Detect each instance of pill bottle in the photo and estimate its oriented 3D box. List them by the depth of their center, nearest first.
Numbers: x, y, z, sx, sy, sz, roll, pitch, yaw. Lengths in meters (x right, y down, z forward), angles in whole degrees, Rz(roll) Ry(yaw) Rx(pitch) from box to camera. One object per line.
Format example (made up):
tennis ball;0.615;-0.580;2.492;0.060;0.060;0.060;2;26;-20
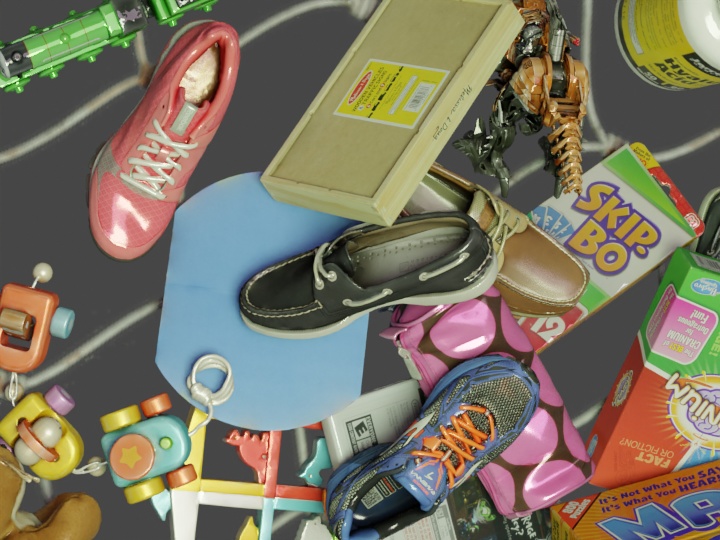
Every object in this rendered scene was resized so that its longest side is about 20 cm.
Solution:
pill bottle;0.283;-0.204;1.591;0.110;0.200;0.112;0;89;-15

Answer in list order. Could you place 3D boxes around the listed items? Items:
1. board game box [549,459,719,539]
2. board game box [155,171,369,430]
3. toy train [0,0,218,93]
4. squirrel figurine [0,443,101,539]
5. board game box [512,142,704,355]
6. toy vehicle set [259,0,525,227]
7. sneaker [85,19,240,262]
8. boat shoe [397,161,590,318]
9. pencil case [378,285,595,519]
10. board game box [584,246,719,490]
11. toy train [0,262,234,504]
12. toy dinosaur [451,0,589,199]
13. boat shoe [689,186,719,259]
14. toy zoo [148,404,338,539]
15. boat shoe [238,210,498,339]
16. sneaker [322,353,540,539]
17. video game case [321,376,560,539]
board game box;0.278;0.284;1.555;0.198;0.200;0.202;-13;114;-16
board game box;-0.072;0.026;1.566;0.156;0.039;0.202;6;75;-2
toy train;-0.190;-0.185;1.533;0.199;0.056;0.042;-25;96;-15
squirrel figurine;-0.268;0.226;1.458;0.200;0.141;0.187;-44;108;-4
board game box;0.177;-0.017;1.638;0.199;0.030;0.096;-35;81;-16
toy vehicle set;0.024;-0.128;1.544;0.201;0.124;0.027;-56;134;-19
sneaker;-0.148;-0.103;1.528;0.073;0.087;0.201;26;83;-13
boat shoe;0.085;-0.029;1.579;0.199;0.074;0.076;27;75;-1
pencil case;0.098;0.097;1.562;0.094;0.090;0.201;-42;106;-32
board game box;0.282;0.096;1.628;0.152;0.040;0.201;16;111;-15
toy train;-0.201;0.089;1.502;0.198;0.056;0.151;20;93;5
toy dinosaur;0.135;-0.133;1.578;0.101;0.136;0.201;16;43;0
boat shoe;0.301;0.030;1.662;0.074;0.066;0.201;15;86;-17
toy zoo;-0.070;0.175;1.579;0.198;0.020;0.133;7;87;-17
boat shoe;0.000;0.000;1.498;0.198;0.060;0.074;-8;59;14
sneaker;0.055;0.141;1.498;0.075;0.079;0.200;44;105;-12
video game case;0.072;0.179;1.604;0.181;0.023;0.202;-16;93;-26
